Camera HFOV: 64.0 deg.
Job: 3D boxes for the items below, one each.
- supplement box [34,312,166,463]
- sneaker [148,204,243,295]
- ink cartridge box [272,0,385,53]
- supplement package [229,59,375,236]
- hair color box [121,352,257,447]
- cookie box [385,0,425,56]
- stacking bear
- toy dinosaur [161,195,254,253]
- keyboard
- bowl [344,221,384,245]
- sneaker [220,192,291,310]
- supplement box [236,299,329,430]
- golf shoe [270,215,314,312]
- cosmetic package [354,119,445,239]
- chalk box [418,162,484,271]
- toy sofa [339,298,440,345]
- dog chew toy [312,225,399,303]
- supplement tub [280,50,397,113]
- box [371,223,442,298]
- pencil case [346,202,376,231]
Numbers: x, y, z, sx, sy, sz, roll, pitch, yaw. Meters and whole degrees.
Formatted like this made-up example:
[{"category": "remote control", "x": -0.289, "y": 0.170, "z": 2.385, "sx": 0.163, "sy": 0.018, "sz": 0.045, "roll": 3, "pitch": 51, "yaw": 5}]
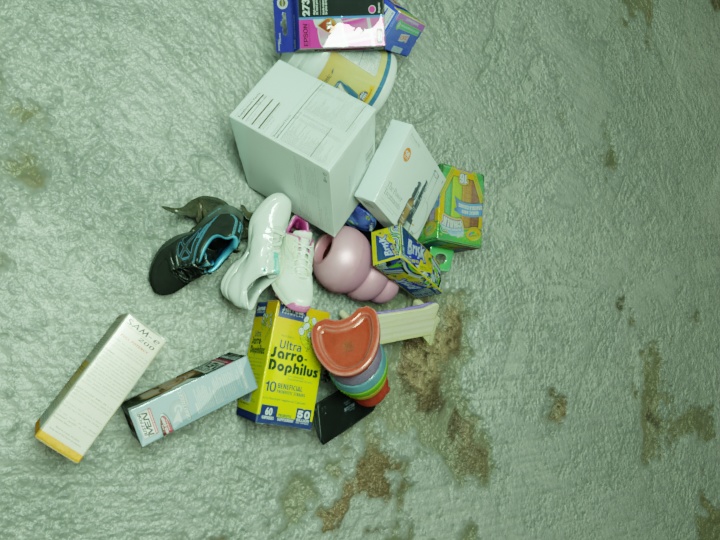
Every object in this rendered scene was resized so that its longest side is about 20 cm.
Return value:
[{"category": "supplement box", "x": -0.386, "y": 0.167, "z": 0.858, "sx": 0.073, "sy": 0.125, "sz": 0.203, "roll": 40, "pitch": 68, "yaw": -20}, {"category": "sneaker", "x": -0.268, "y": -0.022, "z": 0.925, "sx": 0.199, "sy": 0.083, "sz": 0.073, "roll": -40, "pitch": 127, "yaw": 14}, {"category": "ink cartridge box", "x": -0.054, "y": -0.430, "z": 0.990, "sx": 0.193, "sy": 0.037, "sz": 0.098, "roll": -2, "pitch": 100, "yaw": 1}, {"category": "supplement package", "x": -0.090, "y": -0.206, "z": 0.990, "sx": 0.197, "sy": 0.193, "sz": 0.149, "roll": 30, "pitch": 66, "yaw": 14}, {"category": "hair color box", "x": -0.277, "y": 0.203, "z": 0.936, "sx": 0.196, "sy": 0.098, "sz": 0.062, "roll": -24, "pitch": 98, "yaw": -30}, {"category": "cookie box", "x": 0.011, "y": -0.505, "z": 1.097, "sx": 0.199, "sy": 0.076, "sz": 0.171, "roll": 42, "pitch": 24, "yaw": 8}, {"category": "stacking bear", "x": 0.001, "y": 0.173, "z": 1.015, "sx": 0.118, "sy": 0.202, "sz": 0.116, "roll": -16, "pitch": 54, "yaw": 5}, {"category": "toy dinosaur", "x": -0.250, "y": -0.086, "z": 1.006, "sx": 0.195, "sy": 0.077, "sz": 0.106, "roll": 17, "pitch": 66, "yaw": -24}, {"category": "keyboard", "x": -0.030, "y": 0.231, "z": 1.084, "sx": 0.198, "sy": 0.020, "sz": 0.132, "roll": -13, "pitch": 100, "yaw": -59}, {"category": "bowl", "x": 0.014, "y": -0.143, "z": 1.179, "sx": 0.195, "sy": 0.039, "sz": 0.208, "roll": 3, "pitch": 84, "yaw": -31}, {"category": "sneaker", "x": -0.157, "y": -0.028, "z": 0.974, "sx": 0.075, "sy": 0.087, "sz": 0.204, "roll": 25, "pitch": 92, "yaw": -48}, {"category": "supplement box", "x": -0.137, "y": 0.165, "z": 1.019, "sx": 0.106, "sy": 0.109, "sz": 0.207, "roll": 15, "pitch": 78, "yaw": -29}, {"category": "golf shoe", "x": -0.114, "y": -0.017, "z": 1.004, "sx": 0.073, "sy": 0.093, "sz": 0.203, "roll": 14, "pitch": 35, "yaw": -28}, {"category": "cosmetic package", "x": 0.080, "y": -0.155, "z": 1.069, "sx": 0.199, "sy": 0.051, "sz": 0.154, "roll": 37, "pitch": 76, "yaw": -57}, {"category": "chalk box", "x": 0.177, "y": -0.104, "z": 1.225, "sx": 0.121, "sy": 0.123, "sz": 0.207, "roll": 7, "pitch": 82, "yaw": -30}, {"category": "toy sofa", "x": 0.058, "y": 0.099, "z": 1.140, "sx": 0.195, "sy": 0.083, "sz": 0.100, "roll": -7, "pitch": 119, "yaw": -31}, {"category": "dog chew toy", "x": 0.000, "y": 0.000, "z": 1.115, "sx": 0.197, "sy": 0.123, "sz": 0.128, "roll": 29, "pitch": 71, "yaw": -34}, {"category": "supplement tub", "x": -0.042, "y": -0.396, "z": 1.106, "sx": 0.196, "sy": 0.143, "sz": 0.149, "roll": 23, "pitch": 74, "yaw": -27}, {"category": "box", "x": 0.092, "y": -0.013, "z": 1.111, "sx": 0.199, "sy": 0.063, "sz": 0.072, "roll": 36, "pitch": 46, "yaw": -54}, {"category": "pencil case", "x": 0.035, "y": -0.172, "z": 1.123, "sx": 0.077, "sy": 0.087, "sz": 0.203, "roll": 31, "pitch": 68, "yaw": -2}]
